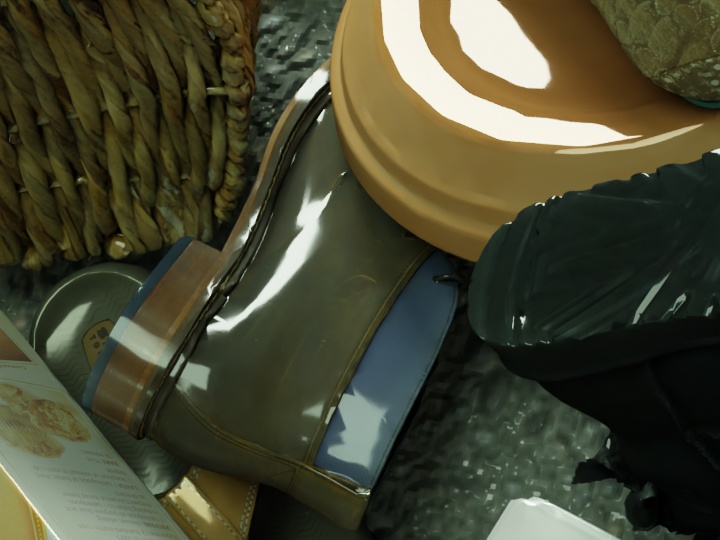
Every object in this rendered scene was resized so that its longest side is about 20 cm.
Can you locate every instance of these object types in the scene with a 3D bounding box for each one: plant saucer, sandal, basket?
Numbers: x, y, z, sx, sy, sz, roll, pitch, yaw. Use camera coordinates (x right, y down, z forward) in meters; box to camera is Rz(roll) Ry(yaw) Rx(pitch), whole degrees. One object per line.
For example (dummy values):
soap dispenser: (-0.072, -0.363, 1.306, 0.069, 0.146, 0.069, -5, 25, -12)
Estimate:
plant saucer: (0.083, -0.084, 0.890, 0.199, 0.038, 0.201, -11, 47, 12)
sandal: (-0.057, 0.066, 0.930, 0.082, 0.055, 0.200, -34, 58, 3)
basket: (-0.107, -0.118, 0.951, 0.142, 0.200, 0.149, -9, 49, 8)

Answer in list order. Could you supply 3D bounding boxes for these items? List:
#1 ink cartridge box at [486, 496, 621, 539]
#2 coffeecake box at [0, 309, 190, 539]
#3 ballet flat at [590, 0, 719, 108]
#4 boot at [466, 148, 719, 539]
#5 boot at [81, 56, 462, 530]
ink cartridge box: (0.061, 0.189, 0.806, 0.145, 0.084, 0.200, 27, 78, 30)
coffeecake box: (-0.133, 0.120, 0.895, 0.200, 0.073, 0.154, 46, 109, 32)
ballet flat: (0.073, -0.129, 0.862, 0.070, 0.065, 0.200, -30, 47, -10)
boot: (0.142, 0.031, 0.784, 0.198, 0.162, 0.074, -12, 51, 38)
boot: (0.000, 0.000, 0.931, 0.097, 0.075, 0.200, 31, 55, 9)
